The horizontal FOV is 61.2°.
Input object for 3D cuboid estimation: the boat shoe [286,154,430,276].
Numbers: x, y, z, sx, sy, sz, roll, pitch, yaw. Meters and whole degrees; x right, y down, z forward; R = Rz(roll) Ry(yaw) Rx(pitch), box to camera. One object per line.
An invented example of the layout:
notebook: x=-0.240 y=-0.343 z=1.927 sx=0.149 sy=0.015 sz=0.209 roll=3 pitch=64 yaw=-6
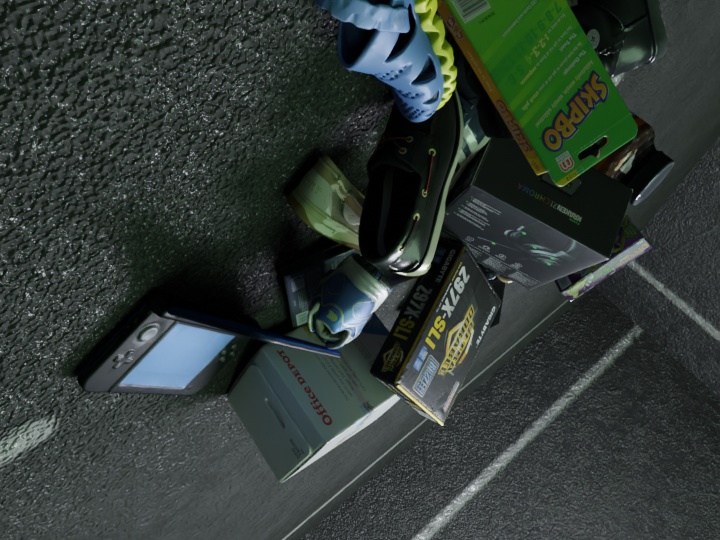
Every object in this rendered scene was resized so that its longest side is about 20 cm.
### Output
boat shoe: x=0.016 y=-0.052 z=0.632 sx=0.200 sy=0.073 sz=0.063 roll=25 pitch=110 yaw=-39

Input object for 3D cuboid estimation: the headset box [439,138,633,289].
headset box: x=0.190 y=-0.071 z=0.727 sx=0.093 sy=0.174 sz=0.200 roll=-64 pitch=-176 yaw=-16

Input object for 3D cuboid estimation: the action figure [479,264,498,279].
action figure: x=0.210 y=-0.054 z=1.054 sx=0.193 sy=0.105 sz=0.200 roll=-36 pitch=-172 yaw=-4

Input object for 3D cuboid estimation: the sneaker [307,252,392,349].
sneaker: x=-0.029 y=0.044 z=0.661 sx=0.077 sy=0.076 sz=0.200 roll=-48 pitch=174 yaw=-19

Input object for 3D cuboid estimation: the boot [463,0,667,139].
boot: x=0.180 y=-0.236 z=0.575 sx=0.199 sy=0.165 sz=0.066 roll=-28 pitch=-171 yaw=-10

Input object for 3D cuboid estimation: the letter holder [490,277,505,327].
letter holder: x=0.178 y=0.053 z=1.159 sx=0.200 sy=0.142 sz=0.101 roll=-7 pitch=106 yaw=-63

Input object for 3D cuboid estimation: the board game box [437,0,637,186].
board game box: x=0.151 y=-0.178 z=0.522 sx=0.095 sy=0.200 sz=0.030 roll=-33 pitch=-177 yaw=-8

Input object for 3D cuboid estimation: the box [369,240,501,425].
box: x=0.107 y=0.085 z=0.810 sx=0.160 sy=0.049 sz=0.200 roll=47 pitch=67 yaw=-46

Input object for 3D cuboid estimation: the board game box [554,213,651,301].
board game box: x=0.298 y=-0.060 z=0.833 sx=0.032 sy=0.200 sz=0.120 roll=34 pitch=119 yaw=-26

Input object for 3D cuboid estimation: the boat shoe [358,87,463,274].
boat shoe: x=0.045 y=-0.099 z=0.566 sx=0.063 sy=0.073 sz=0.202 roll=12 pitch=87 yaw=-47

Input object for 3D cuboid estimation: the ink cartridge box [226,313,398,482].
ink cartridge box: x=-0.051 y=0.161 z=0.842 sx=0.200 sy=0.147 sz=0.145 roll=-22 pitch=158 yaw=-44

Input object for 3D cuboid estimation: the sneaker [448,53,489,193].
sneaker: x=0.079 y=-0.136 z=0.642 sx=0.084 sy=0.075 sz=0.200 roll=-21 pitch=146 yaw=-38

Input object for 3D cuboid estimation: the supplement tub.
supplement tub: x=0.302 y=-0.173 z=0.795 sx=0.107 sy=0.200 sz=0.107 roll=-37 pitch=158 yaw=-17

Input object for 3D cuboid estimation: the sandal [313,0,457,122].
sandal: x=0.017 y=-0.180 z=0.457 sx=0.087 sy=0.080 sz=0.200 roll=-38 pitch=150 yaw=-4

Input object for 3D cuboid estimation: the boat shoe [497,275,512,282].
boat shoe: x=0.306 y=-0.071 z=1.148 sx=0.200 sy=0.071 sz=0.076 roll=-60 pitch=167 yaw=-2

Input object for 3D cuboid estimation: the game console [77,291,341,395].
game console: x=-0.141 y=0.098 z=0.618 sx=0.171 sy=0.118 sz=0.200 roll=-46 pitch=158 yaw=4

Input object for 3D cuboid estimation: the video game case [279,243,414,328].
video game case: x=0.000 y=0.000 z=0.761 sx=0.199 sy=0.019 sz=0.143 roll=-23 pitch=154 yaw=-14
